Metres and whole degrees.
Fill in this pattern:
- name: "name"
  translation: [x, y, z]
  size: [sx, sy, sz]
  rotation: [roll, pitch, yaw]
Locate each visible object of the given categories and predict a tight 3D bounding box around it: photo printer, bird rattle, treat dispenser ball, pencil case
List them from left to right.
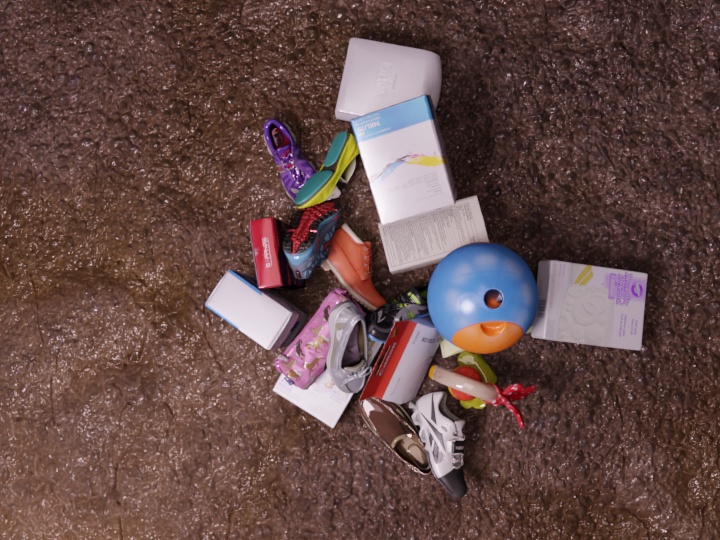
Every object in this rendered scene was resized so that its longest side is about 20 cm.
- name: "pencil case"
  translation: [-0.075, 0.129, 1.351]
  size: [0.083, 0.087, 0.200]
  rotation: [39, 90, 22]
- name: "photo printer"
  translation: [0.061, -0.367, 1.426]
  size: [0.198, 0.069, 0.168]
  rotation: [13, 89, 6]
- name: "bird rattle"
  translation: [0.213, 0.223, 1.316]
  size: [0.162, 0.200, 0.114]
  rotation: [19, 95, -22]
- name: "treat dispenser ball"
  translation: [0.220, 0.049, 1.292]
  size: [0.198, 0.201, 0.203]
  rotation: [0, 87, 6]

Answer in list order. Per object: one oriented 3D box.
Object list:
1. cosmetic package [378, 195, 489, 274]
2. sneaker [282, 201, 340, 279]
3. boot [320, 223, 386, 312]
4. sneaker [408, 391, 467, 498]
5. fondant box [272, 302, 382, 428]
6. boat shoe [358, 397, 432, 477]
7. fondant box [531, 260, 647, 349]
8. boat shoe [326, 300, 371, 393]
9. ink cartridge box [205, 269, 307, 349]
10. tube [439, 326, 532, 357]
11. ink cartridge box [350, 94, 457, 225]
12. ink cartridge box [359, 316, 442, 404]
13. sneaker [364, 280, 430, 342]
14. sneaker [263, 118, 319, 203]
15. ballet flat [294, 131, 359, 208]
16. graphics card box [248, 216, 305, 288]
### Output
- name: "cosmetic package"
  translation: [0.143, -0.066, 1.393]
  size: [0.198, 0.087, 0.105]
  rotation: [-14, 84, 6]
- name: "sneaker"
  translation: [-0.094, -0.059, 1.373]
  size: [0.078, 0.200, 0.096]
  rotation: [9, 128, 20]
- name: "boot"
  translation: [0.000, 0.000, 1.414]
  size: [0.107, 0.075, 0.200]
  rotation: [-42, 83, -3]
- name: "sneaker"
  translation: [0.167, 0.325, 1.348]
  size: [0.088, 0.074, 0.202]
  rotation: [-30, 74, 24]
- name: "fondant box"
  translation: [-0.062, 0.186, 1.416]
  size: [0.143, 0.058, 0.201]
  rotation: [30, 91, 7]
- name: "boat shoe"
  translation: [0.075, 0.316, 1.386]
  size: [0.202, 0.075, 0.075]
  rotation: [43, 92, 6]
- name: "fondant box"
  translation: [0.430, 0.065, 1.339]
  size: [0.198, 0.058, 0.146]
  rotation: [7, 87, -12]
- name: "boat shoe"
  translation: [-0.017, 0.152, 1.307]
  size: [0.074, 0.065, 0.204]
  rotation: [-18, 126, -27]
- name: "ink cartridge box"
  translation: [-0.193, 0.078, 1.364]
  size: [0.146, 0.200, 0.086]
  rotation: [34, 90, 6]
- name: "tube"
  translation: [0.250, 0.114, 1.393]
  size: [0.198, 0.058, 0.052]
  rotation: [-15, 101, 5]
- name: "ink cartridge box"
  translation: [0.087, -0.208, 1.333]
  size: [0.145, 0.147, 0.202]
  rotation: [-15, 100, 12]
- name: "ink cartridge box"
  translation: [0.084, 0.171, 1.321]
  size: [0.057, 0.200, 0.164]
  rotation: [27, 99, 17]
- name: "sneaker"
  translation: [0.080, 0.069, 1.352]
  size: [0.199, 0.083, 0.071]
  rotation: [-28, 62, -34]
- name: "sneaker"
  translation: [-0.142, -0.214, 1.432]
  size: [0.080, 0.083, 0.201]
  rotation: [-33, 87, 4]
- name: "ballet flat"
  translation: [-0.056, -0.184, 1.407]
  size: [0.067, 0.066, 0.201]
  rotation: [47, 60, -34]
- name: "graphics card box"
  translation: [-0.156, -0.027, 1.365]
  size: [0.050, 0.200, 0.127]
  rotation: [-10, 85, 7]
